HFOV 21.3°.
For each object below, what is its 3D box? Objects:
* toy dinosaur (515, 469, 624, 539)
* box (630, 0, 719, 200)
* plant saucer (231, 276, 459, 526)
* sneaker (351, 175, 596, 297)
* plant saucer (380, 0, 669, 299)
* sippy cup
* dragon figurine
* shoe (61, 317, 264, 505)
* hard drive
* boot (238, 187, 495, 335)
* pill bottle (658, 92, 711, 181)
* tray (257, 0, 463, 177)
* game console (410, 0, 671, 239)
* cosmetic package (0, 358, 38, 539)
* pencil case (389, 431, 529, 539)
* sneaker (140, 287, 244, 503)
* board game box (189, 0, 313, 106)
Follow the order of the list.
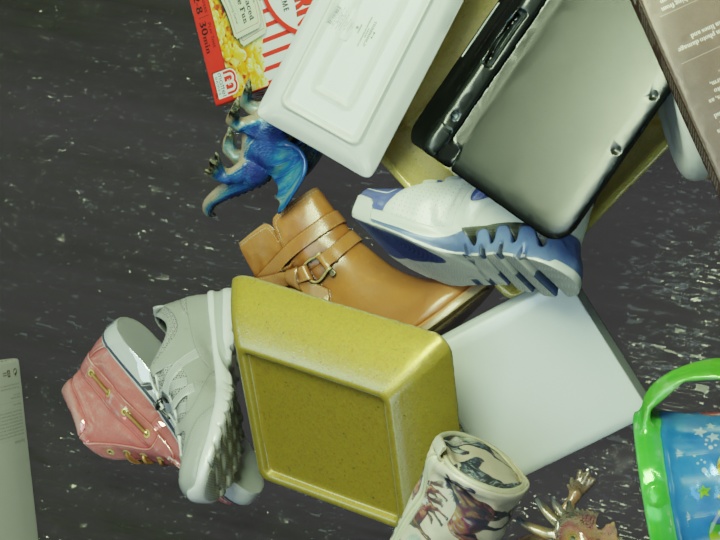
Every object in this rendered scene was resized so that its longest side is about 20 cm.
[{"bbox_3d":[0.131,0.231,1.476,0.199,0.135,0.086,-36,80,20],"label":"toy dinosaur"},{"bbox_3d":[0.260,-0.123,1.266,0.099,0.075,0.201,-23,81,7],"label":"box"},{"bbox_3d":[-0.018,0.117,1.497,0.199,0.048,0.201,16,133,28],"label":"plant saucer"},{"bbox_3d":[0.102,-0.051,1.455,0.198,0.081,0.116,11,67,38],"label":"sneaker"},{"bbox_3d":[0.127,-0.114,1.504,0.200,0.048,0.200,-46,77,17],"label":"plant saucer"},{"bbox_3d":[0.278,0.162,1.425,0.129,0.178,0.141,-11,54,11],"label":"sippy cup"},{"bbox_3d":[-0.067,-0.089,1.549,0.099,0.059,0.201,26,127,0],"label":"dragon figurine"},{"bbox_3d":[-0.170,0.141,1.627,0.200,0.071,0.091,48,110,17],"label":"shoe"},{"bbox_3d":[0.112,0.100,1.512,0.199,0.026,0.132,-29,105,20],"label":"hard drive"},{"bbox_3d":[0.000,0.000,1.550,0.199,0.074,0.156,-29,79,18],"label":"boot"},{"bbox_3d":[0.315,-0.142,1.374,0.198,0.116,0.117,-14,88,2],"label":"pill bottle"},{"bbox_3d":[0.006,-0.183,1.461,0.107,0.022,0.201,29,98,12],"label":"tray"},{"bbox_3d":[0.142,-0.141,1.393,0.116,0.176,0.201,35,94,-9],"label":"game console"},{"bbox_3d":[-0.353,0.184,1.690,0.107,0.085,0.202,-7,90,19],"label":"cosmetic package"},{"bbox_3d":[0.053,0.212,1.444,0.201,0.089,0.078,-65,30,27],"label":"pencil case"},{"bbox_3d":[-0.139,0.106,1.563,0.081,0.075,0.201,-5,48,4],"label":"sneaker"},{"bbox_3d":[-0.049,-0.233,1.543,0.199,0.046,0.153,-17,87,36],"label":"board game box"}]
